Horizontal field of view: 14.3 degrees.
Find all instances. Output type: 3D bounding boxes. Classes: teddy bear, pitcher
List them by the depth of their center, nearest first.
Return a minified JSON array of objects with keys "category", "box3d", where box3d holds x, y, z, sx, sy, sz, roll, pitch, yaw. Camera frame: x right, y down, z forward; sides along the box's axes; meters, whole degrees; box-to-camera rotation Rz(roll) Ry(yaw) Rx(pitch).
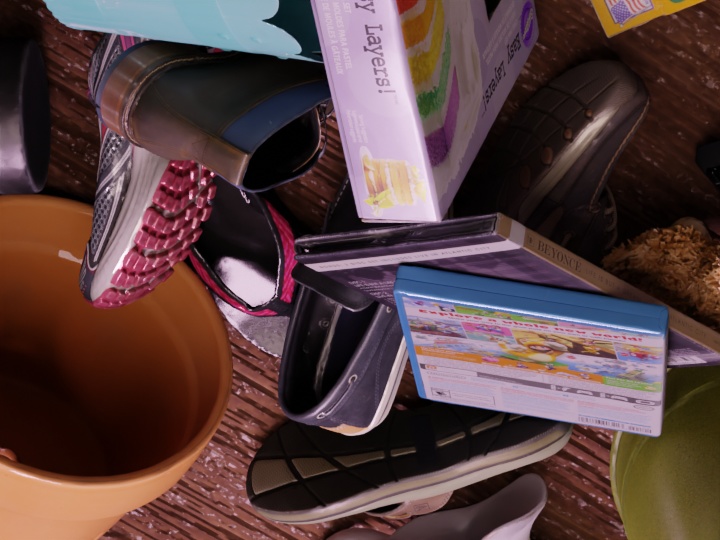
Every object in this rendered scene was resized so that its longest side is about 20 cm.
[{"category":"teddy bear","box3d":[0.232,0.009,1.570,0.199,0.145,0.067,5,83,39]},{"category":"pitcher","box3d":[0.070,0.236,1.745,0.171,0.121,0.201,-11,111,34]}]

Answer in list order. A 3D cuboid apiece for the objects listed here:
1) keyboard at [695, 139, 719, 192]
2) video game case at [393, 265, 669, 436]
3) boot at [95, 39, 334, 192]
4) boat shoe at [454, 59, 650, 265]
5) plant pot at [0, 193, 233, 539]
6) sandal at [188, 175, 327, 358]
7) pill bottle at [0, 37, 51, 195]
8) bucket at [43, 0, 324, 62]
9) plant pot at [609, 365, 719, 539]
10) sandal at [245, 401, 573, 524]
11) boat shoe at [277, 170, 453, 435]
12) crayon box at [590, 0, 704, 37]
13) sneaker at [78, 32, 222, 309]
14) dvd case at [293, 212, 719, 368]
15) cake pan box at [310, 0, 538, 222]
[{"category":"keyboard","box3d":[0.263,-0.038,1.536,0.104,0.040,0.200,43,155,-17]},{"category":"video game case","box3d":[0.096,0.046,1.565,0.143,0.018,0.200,9,163,8]},{"category":"boot","box3d":[-0.036,-0.080,1.504,0.097,0.200,0.075,35,122,32]},{"category":"boat shoe","box3d":[0.106,-0.037,1.603,0.073,0.075,0.200,23,128,-22]},{"category":"plant pot","box3d":[-0.187,0.076,1.624,0.199,0.200,0.140,21,137,-8]},{"category":"sandal","box3d":[-0.069,-0.019,1.631,0.075,0.045,0.200,-23,116,15]},{"category":"pill bottle","box3d":[-0.275,-0.081,1.570,0.199,0.112,0.112,-2,120,5]},{"category":"bucket","box3d":[-0.077,-0.205,1.432,0.134,0.207,0.208,5,122,15]},{"category":"plant pot","box3d":[0.244,0.164,1.634,0.200,0.193,0.201,1,120,3]},{"category":"sandal","box3d":[0.030,0.118,1.691,0.200,0.080,0.057,-10,133,9]},{"category":"boat shoe","box3d":[0.000,0.000,1.603,0.062,0.075,0.201,-2,114,-43]},{"category":"crayon box","box3d":[0.196,-0.218,1.493,0.199,0.052,0.126,-21,117,14]},{"category":"sneaker","box3d":[-0.118,-0.075,1.570,0.074,0.081,0.201,21,103,21]},{"category":"dvd case","box3d":[0.083,0.016,1.534,0.148,0.016,0.200,-6,156,45]},{"category":"cake pan box","box3d":[0.033,-0.152,1.461,0.052,0.200,0.185,3,124,20]}]
